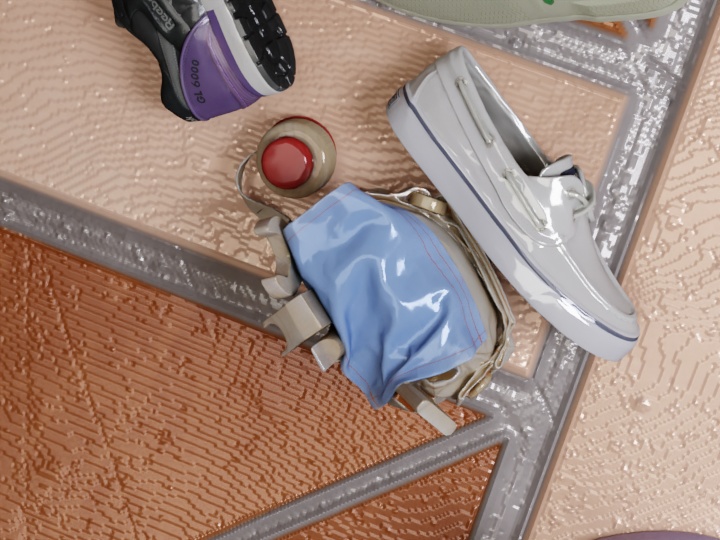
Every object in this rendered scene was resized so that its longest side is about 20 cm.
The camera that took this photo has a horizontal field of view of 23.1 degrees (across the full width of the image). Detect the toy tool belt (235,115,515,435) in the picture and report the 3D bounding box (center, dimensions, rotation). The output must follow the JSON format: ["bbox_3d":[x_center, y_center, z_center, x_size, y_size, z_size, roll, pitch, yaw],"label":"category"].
[{"bbox_3d":[0.000,0.000,1.007,0.125,0.123,0.200,-38,91,19],"label":"toy tool belt"}]

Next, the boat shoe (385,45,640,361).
[{"bbox_3d":[0.100,-0.040,1.004,0.066,0.072,0.200,-41,82,23],"label":"boat shoe"}]

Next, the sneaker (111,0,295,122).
[{"bbox_3d":[-0.118,-0.182,1.026,0.087,0.076,0.201,-20,97,24],"label":"sneaker"}]

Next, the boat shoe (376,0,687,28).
[{"bbox_3d":[0.088,-0.179,0.986,0.199,0.072,0.068,1,66,21],"label":"boat shoe"}]

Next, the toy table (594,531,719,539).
[{"bbox_3d":[0.147,0.234,1.026,0.200,0.117,0.184,-31,93,19],"label":"toy table"}]
